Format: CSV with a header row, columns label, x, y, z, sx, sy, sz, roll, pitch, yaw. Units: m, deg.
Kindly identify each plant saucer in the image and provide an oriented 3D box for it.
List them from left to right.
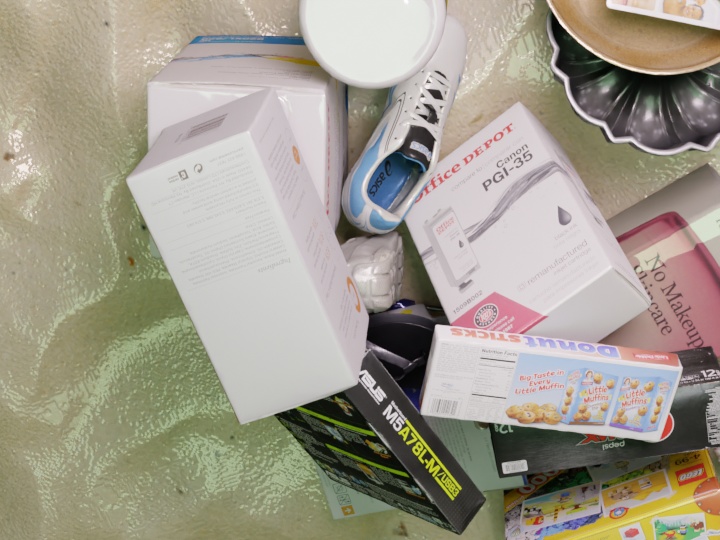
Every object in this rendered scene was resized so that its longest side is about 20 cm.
label,x,y,z,sx,sy,sz,roll,pitch,yaw
plant saucer,0.233,-0.249,1.058,0.197,0.035,0.203,0,84,0

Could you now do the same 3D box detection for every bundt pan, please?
label,x,y,z,sx,sy,sz,roll,pitch,yaw
bundt pan,0.246,-0.187,1.107,0.199,0.076,0.205,0,83,-1

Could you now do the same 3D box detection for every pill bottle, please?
label,x,y,z,sx,sy,sz,roll,pitch,yaw
pill bottle,0.015,-0.222,1.074,0.111,0.200,0.114,2,111,5

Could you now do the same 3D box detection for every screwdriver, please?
label,x,y,z,sx,sy,sz,roll,pitch,yaw
screwdriver,0.068,0.038,1.258,0.197,0.028,0.029,7,141,1

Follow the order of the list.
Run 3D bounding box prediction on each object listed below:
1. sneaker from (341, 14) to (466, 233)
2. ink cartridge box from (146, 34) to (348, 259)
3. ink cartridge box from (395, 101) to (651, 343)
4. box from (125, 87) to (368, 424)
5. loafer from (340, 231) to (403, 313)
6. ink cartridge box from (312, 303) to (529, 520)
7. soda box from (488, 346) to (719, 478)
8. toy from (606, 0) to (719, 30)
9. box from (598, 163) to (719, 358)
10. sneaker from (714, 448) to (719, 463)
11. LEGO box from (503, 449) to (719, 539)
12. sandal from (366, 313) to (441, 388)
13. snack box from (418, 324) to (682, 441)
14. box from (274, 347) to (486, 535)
label,x,y,z,sx,sy,sz,roll,pitch,yaw
sneaker,0.048,-0.124,1.148,0.071,0.072,0.202,26,84,-33
ink cartridge box,-0.088,-0.106,1.126,0.143,0.200,0.149,3,110,4
ink cartridge box,0.130,-0.019,1.133,0.146,0.201,0.083,-36,140,16
box,-0.076,-0.013,0.986,0.096,0.125,0.202,-19,108,12
loafer,0.000,0.000,1.160,0.069,0.200,0.071,3,92,7
ink cartridge box,0.041,0.132,1.271,0.198,0.047,0.200,-13,114,10
soda box,0.207,0.119,1.134,0.197,0.071,0.064,-9,111,7
toy,0.291,-0.238,1.006,0.197,0.047,0.117,9,94,-7
box,0.259,0.020,1.189,0.199,0.109,0.128,-31,105,15
sneaker,0.376,0.182,1.266,0.080,0.076,0.202,-3,106,18
LEGO box,0.237,0.228,1.245,0.198,0.149,0.078,-21,107,12
sandal,-0.008,0.074,1.195,0.198,0.043,0.077,8,128,5
snack box,0.149,0.090,1.058,0.197,0.024,0.073,7,117,-7
box,-0.011,0.127,1.140,0.048,0.199,0.194,-47,120,-21
